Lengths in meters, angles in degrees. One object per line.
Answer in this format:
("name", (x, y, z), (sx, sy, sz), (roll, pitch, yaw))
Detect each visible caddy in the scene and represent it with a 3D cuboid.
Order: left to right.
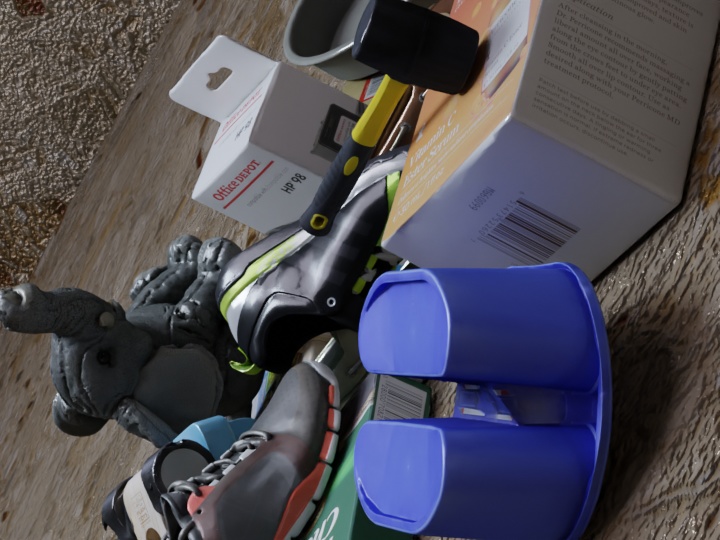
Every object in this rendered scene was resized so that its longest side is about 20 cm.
("caddy", (0.068, 0.066, 1.229), (0.200, 0.105, 0.142), (176, 96, -75))

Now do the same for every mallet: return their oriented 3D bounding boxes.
("mallet", (-0.004, -0.083, 1.393), (0.200, 0.066, 0.041), (-48, 22, 49))

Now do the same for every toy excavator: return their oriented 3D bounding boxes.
("toy excavator", (-0.070, 0.130, 1.658), (0.100, 0.200, 0.195), (-42, 66, 55))

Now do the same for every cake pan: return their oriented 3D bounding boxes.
("cake pan", (0.029, -0.210, 1.733), (0.200, 0.037, 0.200), (-38, 25, 21))

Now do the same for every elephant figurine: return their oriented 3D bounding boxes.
("elephant figurine", (-0.162, 0.066, 1.726), (0.200, 0.155, 0.142), (-32, -10, -40))

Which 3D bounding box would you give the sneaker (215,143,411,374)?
("sneaker", (0.000, 0.000, 1.521), (0.200, 0.072, 0.083), (-35, 57, 21))

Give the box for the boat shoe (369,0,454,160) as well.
("boat shoe", (0.052, -0.133, 1.561), (0.076, 0.072, 0.200), (-119, 45, -82))

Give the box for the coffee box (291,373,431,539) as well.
("coffee box", (-0.011, 0.161, 1.464), (0.123, 0.044, 0.200), (-53, 16, 36))

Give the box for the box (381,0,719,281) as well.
("box", (0.110, -0.099, 1.365), (0.152, 0.106, 0.200), (-47, 21, 51))

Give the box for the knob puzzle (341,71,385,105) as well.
("knob puzzle", (0.079, -0.171, 1.695), (0.220, 0.030, 0.220), (-33, 28, 20))

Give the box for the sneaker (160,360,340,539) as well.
("sneaker", (-0.074, 0.135, 1.476), (0.077, 0.082, 0.200), (-40, 27, 63))

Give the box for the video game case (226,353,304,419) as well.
("video game case", (-0.061, 0.076, 1.857), (0.200, 0.018, 0.143), (-59, 14, 31))

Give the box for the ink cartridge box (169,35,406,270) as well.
("ink cartridge box", (-0.033, -0.067, 1.644), (0.116, 0.200, 0.067), (-39, 28, 61))

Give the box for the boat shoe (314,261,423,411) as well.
("boat shoe", (0.010, 0.047, 1.560), (0.200, 0.062, 0.072), (-59, 14, 14))
